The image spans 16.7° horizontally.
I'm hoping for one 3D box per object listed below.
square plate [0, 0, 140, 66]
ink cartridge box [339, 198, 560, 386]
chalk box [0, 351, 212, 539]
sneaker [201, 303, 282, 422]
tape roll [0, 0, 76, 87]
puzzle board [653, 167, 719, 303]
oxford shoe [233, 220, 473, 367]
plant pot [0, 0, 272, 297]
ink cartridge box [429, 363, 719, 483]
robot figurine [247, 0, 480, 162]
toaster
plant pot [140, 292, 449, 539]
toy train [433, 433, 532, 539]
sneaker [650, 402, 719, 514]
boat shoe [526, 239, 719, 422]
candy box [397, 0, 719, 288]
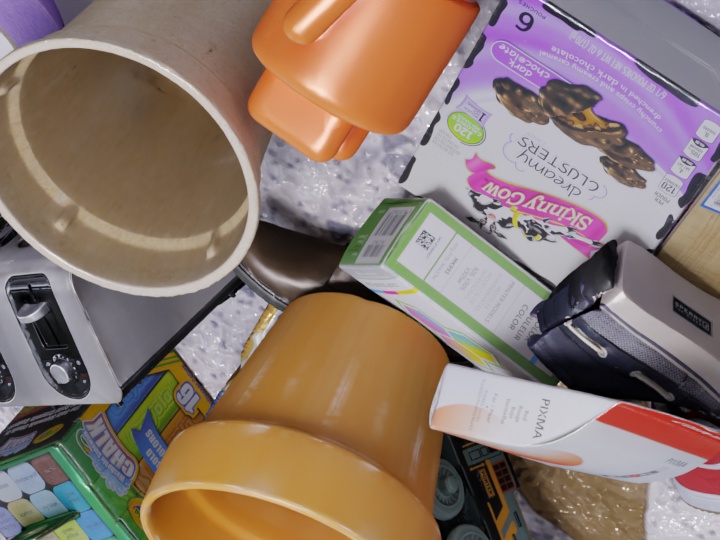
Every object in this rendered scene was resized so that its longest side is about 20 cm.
[{"bbox_3d":[-0.262,-0.176,1.750,0.198,0.028,0.200,-12,119,22],"label":"square plate"},{"bbox_3d":[0.091,0.031,1.654,0.200,0.059,0.104,36,172,-14],"label":"ink cartridge box"},{"bbox_3d":[-0.209,0.161,1.894,0.125,0.200,0.124,-21,113,41],"label":"chalk box"},{"bbox_3d":[-0.059,0.098,1.838,0.088,0.075,0.200,31,132,1],"label":"sneaker"},{"bbox_3d":[-0.297,-0.131,1.686,0.200,0.066,0.200,-5,117,-10],"label":"tape roll"},{"bbox_3d":[0.274,-0.011,1.567,0.151,0.017,0.200,21,136,-10],"label":"puzzle board"},{"bbox_3d":[0.000,0.000,1.736,0.200,0.073,0.084,20,131,-1],"label":"oxford shoe"},{"bbox_3d":[-0.128,-0.117,1.624,0.200,0.184,0.201,13,131,15],"label":"plant pot"},{"bbox_3d":[0.169,0.113,1.569,0.200,0.050,0.162,15,176,37],"label":"ink cartridge box"},{"bbox_3d":[0.010,-0.164,1.517,0.144,0.117,0.200,22,106,-37],"label":"robot figurine"},{"bbox_3d":[-0.195,0.004,1.779,0.181,0.200,0.119,-3,121,42],"label":"toaster"},{"bbox_3d":[-0.024,0.123,1.675,0.200,0.183,0.200,17,150,10],"label":"plant pot"},{"bbox_3d":[0.080,0.203,1.780,0.085,0.114,0.200,-28,83,43],"label":"toy train"},{"bbox_3d":[0.287,0.113,1.644,0.200,0.071,0.113,0,134,34],"label":"sneaker"},{"bbox_3d":[0.199,0.061,1.594,0.200,0.075,0.093,38,130,-21],"label":"boat shoe"},{"bbox_3d":[0.140,-0.090,1.572,0.168,0.072,0.200,33,136,3],"label":"candy box"}]
